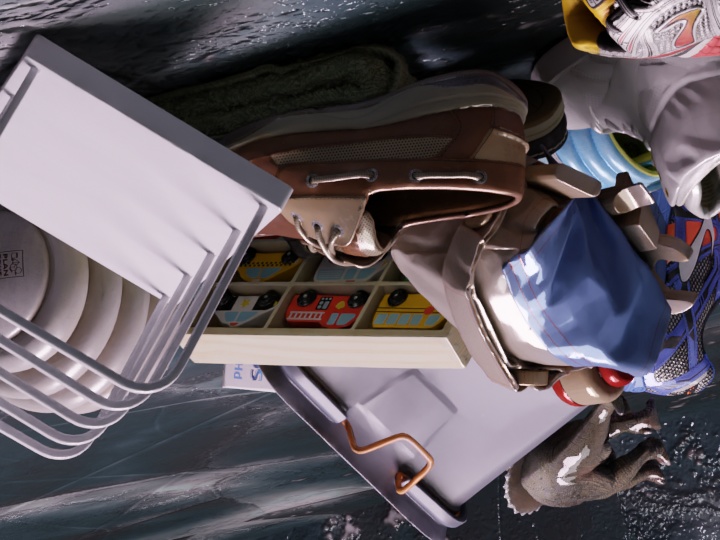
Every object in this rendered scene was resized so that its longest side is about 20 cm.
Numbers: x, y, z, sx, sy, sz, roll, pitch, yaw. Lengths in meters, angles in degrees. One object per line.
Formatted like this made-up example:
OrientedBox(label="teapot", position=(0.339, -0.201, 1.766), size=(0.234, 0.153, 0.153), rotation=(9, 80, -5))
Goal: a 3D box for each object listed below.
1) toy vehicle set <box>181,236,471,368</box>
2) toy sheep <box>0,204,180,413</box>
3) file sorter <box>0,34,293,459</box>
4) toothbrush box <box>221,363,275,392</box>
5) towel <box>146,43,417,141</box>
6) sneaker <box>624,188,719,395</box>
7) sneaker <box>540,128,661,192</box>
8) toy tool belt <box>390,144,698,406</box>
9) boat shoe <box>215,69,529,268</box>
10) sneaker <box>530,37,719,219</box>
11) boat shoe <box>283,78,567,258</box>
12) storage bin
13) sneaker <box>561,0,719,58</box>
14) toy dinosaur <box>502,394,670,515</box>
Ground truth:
OrientedBox(label="toy vehicle set", position=(0.000, 0.000, 1.669), size=(0.199, 0.125, 0.027), rotation=(-1, 137, 38))
OrientedBox(label="toy sheep", position=(-0.176, 0.017, 1.634), size=(0.137, 0.139, 0.200), rotation=(-18, 163, 28))
OrientedBox(label="file sorter", position=(-0.145, 0.000, 1.405), size=(0.138, 0.125, 0.200), rotation=(31, 159, -9))
OrientedBox(label="toothbrush box", position=(0.021, 0.043, 1.940), size=(0.199, 0.087, 0.146), rotation=(6, -178, 9))
OrientedBox(label="towel", position=(-0.062, -0.071, 1.539), size=(0.199, 0.037, 0.148), rotation=(-15, 171, 8))
OrientedBox(label="sneaker", position=(0.200, -0.009, 1.810), size=(0.078, 0.201, 0.075), rotation=(19, 163, -7))
OrientedBox(label="sneaker", position=(0.147, -0.053, 1.745), size=(0.130, 0.080, 0.200), rotation=(-17, 162, 20))
OrientedBox(label="toy tool belt", position=(0.116, 0.008, 1.537), size=(0.122, 0.125, 0.200), rotation=(-8, 143, 38))
OrientedBox(label="boat shoe", position=(-0.009, -0.040, 1.460), size=(0.199, 0.072, 0.076), rotation=(-17, 159, 19))
OrientedBox(label="sneaker", position=(0.156, -0.078, 1.563), size=(0.073, 0.116, 0.200), rotation=(-11, 172, -21))
OrientedBox(label="boat shoe", position=(0.034, -0.053, 1.626), size=(0.200, 0.066, 0.072), rotation=(-14, -155, 31))
OrientedBox(label="storage bin", position=(0.041, 0.050, 1.753), size=(0.134, 0.146, 0.200), rotation=(-34, 123, 17))
OrientedBox(label="sneaker", position=(0.145, -0.134, 1.337), size=(0.082, 0.078, 0.200), rotation=(-10, 170, -11))
OrientedBox(label="toy dinosaur", position=(0.137, 0.120, 1.820), size=(0.102, 0.077, 0.200), rotation=(-24, -178, -8))
